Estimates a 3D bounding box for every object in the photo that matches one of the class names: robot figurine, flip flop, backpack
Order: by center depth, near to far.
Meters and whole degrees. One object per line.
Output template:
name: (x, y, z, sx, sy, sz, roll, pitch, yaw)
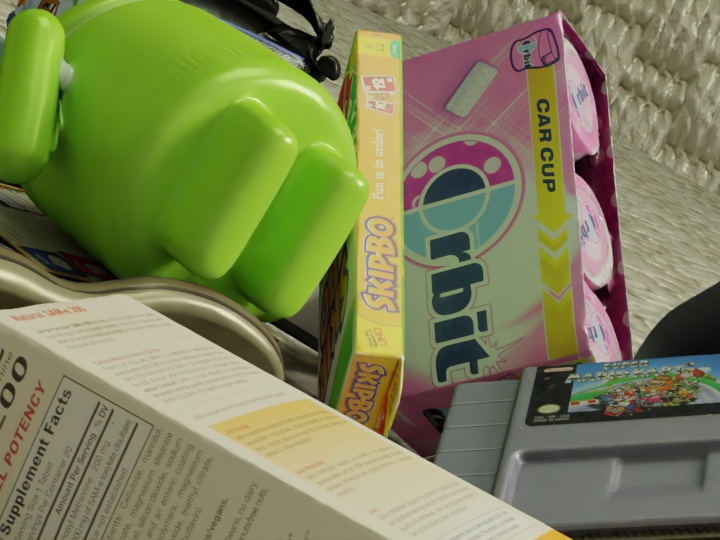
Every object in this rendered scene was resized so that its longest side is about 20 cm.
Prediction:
flip flop: (-0.110, 0.038, 1.003, 0.199, 0.081, 0.058, 19, 37, -46)
robot figurine: (-0.079, -0.051, 1.118, 0.175, 0.116, 0.200, 27, 5, -39)
backpack: (-0.133, -0.142, 1.678, 0.190, 0.155, 0.200, 31, 1, -18)

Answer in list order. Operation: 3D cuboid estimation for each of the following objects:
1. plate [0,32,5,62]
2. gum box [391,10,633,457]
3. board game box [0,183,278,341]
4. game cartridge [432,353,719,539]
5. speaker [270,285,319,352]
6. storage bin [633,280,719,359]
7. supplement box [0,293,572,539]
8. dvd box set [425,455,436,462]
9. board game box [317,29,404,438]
plate: (-0.217, -0.100, 1.415, 0.200, 0.026, 0.200, 37, -17, 14)
gum box: (0.064, -0.013, 1.261, 0.113, 0.201, 0.066, -15, -33, 22)
board game box: (-0.155, 0.001, 1.142, 0.199, 0.047, 0.151, 16, 13, -46)
game cartridge: (0.128, 0.078, 1.095, 0.198, 0.039, 0.130, -5, 30, 13)
speaker: (-0.024, -0.007, 1.304, 0.081, 0.082, 0.200, 30, -2, 30)
storage bin: (0.226, 0.076, 1.303, 0.134, 0.146, 0.200, 33, -29, -12)
supplement box: (-0.038, 0.086, 0.893, 0.199, 0.074, 0.126, 28, 10, 15)
dvd box set: (0.129, 0.109, 1.104, 0.145, 0.030, 0.200, -19, 27, -17)
board game box: (0.000, 0.000, 1.143, 0.030, 0.096, 0.201, 5, 51, -9)
